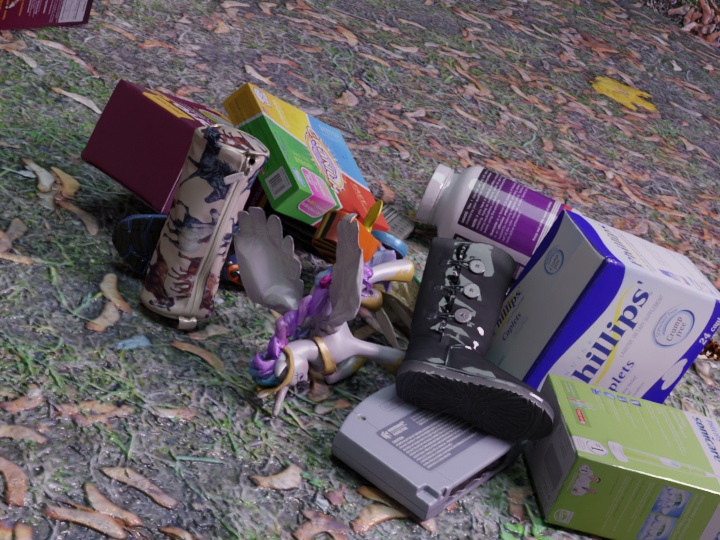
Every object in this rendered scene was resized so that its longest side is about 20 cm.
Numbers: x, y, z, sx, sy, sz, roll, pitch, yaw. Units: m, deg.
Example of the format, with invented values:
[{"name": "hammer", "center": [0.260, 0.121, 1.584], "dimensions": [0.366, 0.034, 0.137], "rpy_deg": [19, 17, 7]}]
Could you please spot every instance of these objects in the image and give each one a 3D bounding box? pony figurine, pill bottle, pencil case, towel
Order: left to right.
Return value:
[{"name": "pencil case", "center": [-0.157, -0.045, 1.447], "dimensions": [0.077, 0.202, 0.089], "rpy_deg": [15, 12, -27]}, {"name": "pony figurine", "center": [-0.031, 0.034, 1.409], "dimensions": [0.165, 0.195, 0.199], "rpy_deg": [7, 10, 41]}, {"name": "towel", "center": [-0.039, -0.068, 1.776], "dimensions": [0.191, 0.035, 0.200], "rpy_deg": [30, 24, 11]}, {"name": "pill bottle", "center": [0.175, -0.060, 1.824], "dimensions": [0.198, 0.113, 0.113], "rpy_deg": [25, 25, 7]}]

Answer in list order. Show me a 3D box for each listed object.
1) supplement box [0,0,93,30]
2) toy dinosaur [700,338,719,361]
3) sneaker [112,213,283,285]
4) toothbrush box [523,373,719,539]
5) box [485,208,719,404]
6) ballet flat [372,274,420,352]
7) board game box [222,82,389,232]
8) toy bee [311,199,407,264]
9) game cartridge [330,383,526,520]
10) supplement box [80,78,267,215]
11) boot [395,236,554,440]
[{"name": "supplement box", "center": [-0.475, -0.400, 2.008], "dimensions": [0.110, 0.086, 0.199], "rpy_deg": [32, 27, 23]}, {"name": "toy dinosaur", "center": [0.373, 0.062, 1.775], "dimensions": [0.198, 0.103, 0.136], "rpy_deg": [5, 4, 15]}, {"name": "sneaker", "center": [-0.174, -0.023, 1.544], "dimensions": [0.198, 0.076, 0.078], "rpy_deg": [11, 11, -28]}, {"name": "toothbrush box", "center": [0.272, 0.197, 1.428], "dimensions": [0.198, 0.087, 0.146], "rpy_deg": [14, 26, -13]}, {"name": "box", "center": [0.260, 0.058, 1.542], "dimensions": [0.199, 0.185, 0.105], "rpy_deg": [17, 25, -33]}, {"name": "ballet flat", "center": [0.072, 0.081, 1.515], "dimensions": [0.065, 0.071, 0.200], "rpy_deg": [-35, 74, -27]}, {"name": "board game box", "center": [-0.059, -0.117, 1.636], "dimensions": [0.199, 0.040, 0.154], "rpy_deg": [21, 38, -58]}, {"name": "toy bee", "center": [0.000, 0.000, 1.604], "dimensions": [0.108, 0.201, 0.131], "rpy_deg": [8, 47, 45]}, {"name": "game cartridge", "center": [0.063, 0.163, 1.389], "dimensions": [0.132, 0.042, 0.199], "rpy_deg": [29, 26, 25]}, {"name": "supplement box", "center": [-0.194, -0.127, 1.617], "dimensions": [0.130, 0.104, 0.200], "rpy_deg": [34, 11, 23]}, {"name": "boot", "center": [0.129, 0.063, 1.455], "dimensions": [0.163, 0.066, 0.201], "rpy_deg": [20, 43, -2]}]
